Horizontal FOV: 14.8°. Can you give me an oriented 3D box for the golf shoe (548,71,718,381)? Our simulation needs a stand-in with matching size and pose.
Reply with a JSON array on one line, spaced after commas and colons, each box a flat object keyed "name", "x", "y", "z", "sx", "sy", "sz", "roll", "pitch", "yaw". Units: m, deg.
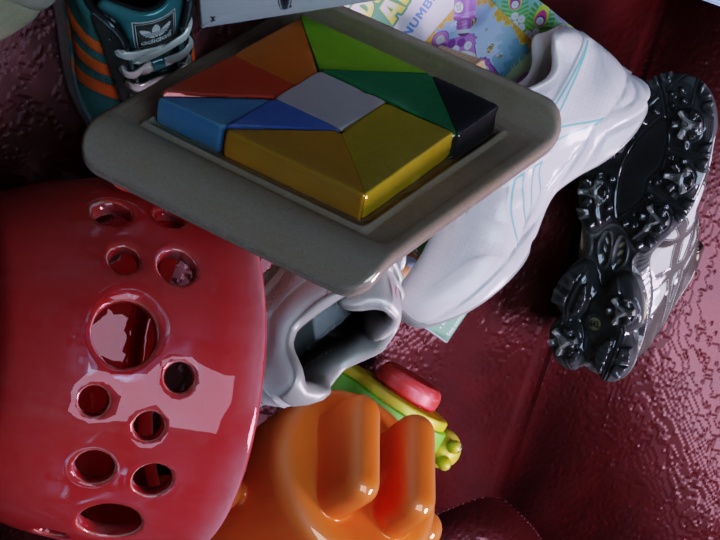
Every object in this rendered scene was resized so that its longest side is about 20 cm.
[{"name": "golf shoe", "x": 0.173, "y": -0.033, "z": 1.698, "sx": 0.094, "sy": 0.078, "sz": 0.201, "roll": -22, "pitch": 137, "yaw": -59}]

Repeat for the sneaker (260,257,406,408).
[{"name": "sneaker", "x": 0.000, "y": 0.000, "z": 1.542, "sx": 0.078, "sy": 0.099, "sz": 0.200, "roll": 43, "pitch": 71, "yaw": -38}]

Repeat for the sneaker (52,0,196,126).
[{"name": "sneaker", "x": -0.123, "y": -0.127, "z": 1.501, "sx": 0.071, "sy": 0.080, "sz": 0.201, "roll": -28, "pitch": 119, "yaw": -16}]

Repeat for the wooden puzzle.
[{"name": "wooden puzzle", "x": -0.017, "y": -0.076, "z": 1.453, "sx": 0.200, "sy": 0.185, "sz": 0.037, "roll": -39, "pitch": 147, "yaw": -44}]

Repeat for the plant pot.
[{"name": "plant pot", "x": -0.166, "y": 0.045, "z": 1.484, "sx": 0.182, "sy": 0.200, "sz": 0.201, "roll": 6, "pitch": 106, "yaw": -20}]

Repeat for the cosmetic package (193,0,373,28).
[{"name": "cosmetic package", "x": 0.005, "y": -0.190, "z": 1.506, "sx": 0.199, "sy": 0.051, "sz": 0.083, "roll": -10, "pitch": 133, "yaw": -8}]

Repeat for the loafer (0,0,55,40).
[{"name": "loafer", "x": -0.251, "y": -0.164, "z": 1.424, "sx": 0.199, "sy": 0.076, "sz": 0.068, "roll": 24, "pitch": 114, "yaw": -27}]

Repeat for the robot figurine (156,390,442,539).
[{"name": "robot figurine", "x": -0.037, "y": 0.142, "z": 1.601, "sx": 0.144, "sy": 0.200, "sz": 0.117, "roll": -24, "pitch": 80, "yaw": -44}]

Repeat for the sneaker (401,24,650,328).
[{"name": "sneaker", "x": 0.077, "y": -0.056, "z": 1.599, "sx": 0.080, "sy": 0.070, "sz": 0.200, "roll": 43, "pitch": 80, "yaw": -25}]

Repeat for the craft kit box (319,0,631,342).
[{"name": "craft kit box", "x": 0.032, "y": -0.089, "z": 1.621, "sx": 0.197, "sy": 0.048, "sz": 0.200, "roll": 33, "pitch": 92, "yaw": -30}]

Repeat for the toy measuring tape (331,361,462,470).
[{"name": "toy measuring tape", "x": -0.012, "y": 0.076, "z": 1.645, "sx": 0.200, "sy": 0.074, "sz": 0.074, "roll": 29, "pitch": 94, "yaw": -33}]

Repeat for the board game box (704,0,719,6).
[{"name": "board game box", "x": 0.247, "y": -0.254, "z": 1.666, "sx": 0.151, "sy": 0.047, "sz": 0.201, "roll": 15, "pitch": 101, "yaw": -31}]

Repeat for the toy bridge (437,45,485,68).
[{"name": "toy bridge", "x": -0.014, "y": -0.078, "z": 1.517, "sx": 0.200, "sy": 0.067, "sz": 0.027, "roll": -35, "pitch": 137, "yaw": -44}]
